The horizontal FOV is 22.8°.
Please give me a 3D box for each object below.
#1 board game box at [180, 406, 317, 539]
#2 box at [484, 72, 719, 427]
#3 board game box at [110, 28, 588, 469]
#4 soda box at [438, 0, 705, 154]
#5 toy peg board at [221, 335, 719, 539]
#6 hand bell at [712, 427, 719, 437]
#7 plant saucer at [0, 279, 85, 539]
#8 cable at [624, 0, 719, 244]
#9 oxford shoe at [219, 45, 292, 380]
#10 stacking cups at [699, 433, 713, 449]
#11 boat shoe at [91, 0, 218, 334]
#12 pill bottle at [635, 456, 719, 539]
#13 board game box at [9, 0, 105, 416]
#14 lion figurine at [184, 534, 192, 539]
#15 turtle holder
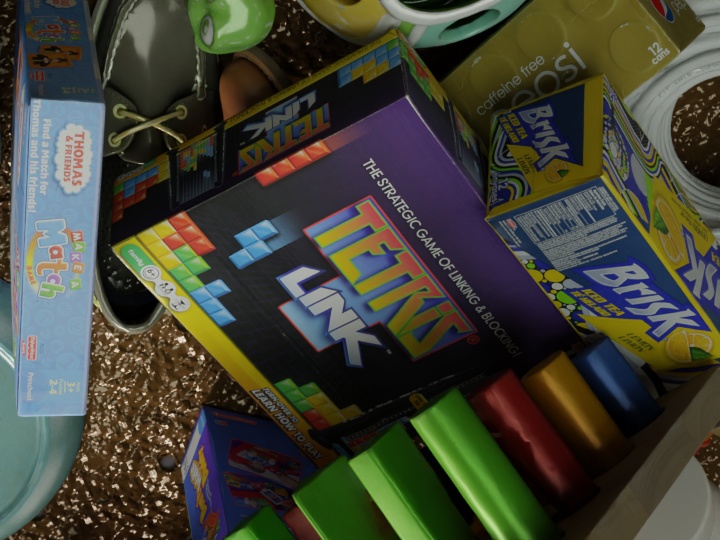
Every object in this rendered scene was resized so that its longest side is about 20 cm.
[{"bbox_3d":[0.003,0.151,1.016,0.199,0.135,0.045,15,113,-17],"label":"board game box"},{"bbox_3d":[0.136,-0.001,0.881,0.064,0.070,0.200,-18,135,26],"label":"box"},{"bbox_3d":[0.000,0.000,0.884,0.165,0.057,0.200,-26,129,19],"label":"board game box"},{"bbox_3d":[0.076,-0.083,0.912,0.200,0.064,0.068,-40,90,29],"label":"soda box"},{"bbox_3d":[0.048,0.101,0.848,0.200,0.199,0.098,-35,92,37],"label":"toy peg board"},{"bbox_3d":[0.175,0.050,1.003,0.199,0.104,0.105,23,115,19],"label":"hand bell"},{"bbox_3d":[-0.253,0.087,0.995,0.199,0.027,0.201,-5,117,-10],"label":"plant saucer"},{"bbox_3d":[0.199,-0.071,0.951,0.199,0.069,0.200,35,115,-1],"label":"cable"},{"bbox_3d":[-0.054,-0.021,0.936,0.071,0.071,0.201,-25,128,-26],"label":"oxford shoe"},{"bbox_3d":[0.221,0.045,1.049,0.060,0.061,0.201,21,110,-20],"label":"stacking cups"},{"bbox_3d":[-0.110,-0.064,0.928,0.072,0.060,0.203,3,116,-14],"label":"boat shoe"},{"bbox_3d":[0.170,0.182,1.043,0.112,0.113,0.200,-22,140,0],"label":"pill bottle"},{"bbox_3d":[-0.148,-0.046,0.851,0.036,0.200,0.152,2,116,-12],"label":"board game box"},{"bbox_3d":[-0.126,0.230,1.076,0.199,0.073,0.123,-12,132,11],"label":"lion figurine"},{"bbox_3d":[0.011,-0.173,0.859,0.184,0.132,0.142,2,116,-12],"label":"turtle holder"}]
